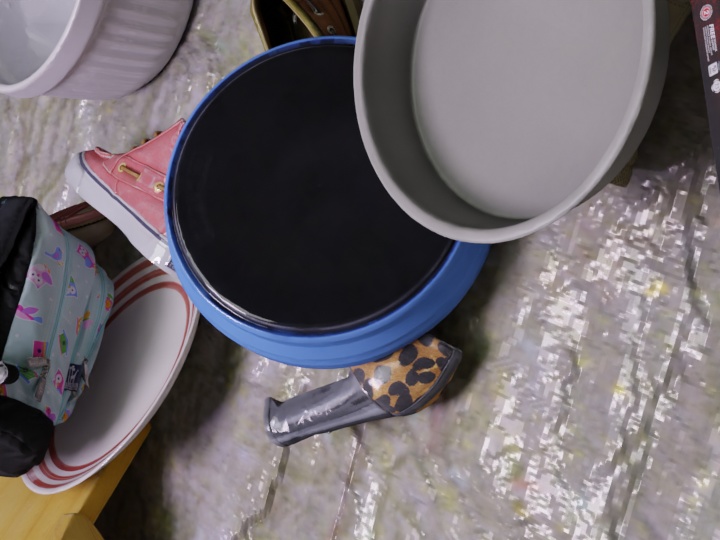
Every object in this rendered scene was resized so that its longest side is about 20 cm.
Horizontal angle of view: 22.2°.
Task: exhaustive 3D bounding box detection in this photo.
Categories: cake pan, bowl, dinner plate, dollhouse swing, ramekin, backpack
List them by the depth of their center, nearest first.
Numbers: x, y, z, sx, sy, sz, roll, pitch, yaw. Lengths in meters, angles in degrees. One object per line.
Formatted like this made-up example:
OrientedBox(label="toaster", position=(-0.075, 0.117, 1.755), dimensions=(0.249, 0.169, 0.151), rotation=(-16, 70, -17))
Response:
OrientedBox(label="cake pan", position=(0.079, -0.112, 0.948), dimensions=(0.200, 0.037, 0.201), rotation=(-6, 82, 44))
OrientedBox(label="bowl", position=(-0.021, -0.044, 1.070), dimensions=(0.200, 0.039, 0.201), rotation=(-4, 72, 11))
OrientedBox(label="dinner plate", position=(-0.173, 0.073, 1.298), dimensions=(0.200, 0.024, 0.200), rotation=(-36, 32, 27))
OrientedBox(label="backpack", position=(-0.262, 0.049, 1.300), dimensions=(0.167, 0.127, 0.200), rotation=(-8, 51, 30))
OrientedBox(label="dollhouse swing", position=(-0.205, 0.218, 1.344), dimensions=(0.200, 0.176, 0.182), rotation=(-14, 113, 49))
OrientedBox(label="ramekin", position=(-0.208, -0.221, 1.378), dimensions=(0.200, 0.105, 0.201), rotation=(-14, 71, 50))

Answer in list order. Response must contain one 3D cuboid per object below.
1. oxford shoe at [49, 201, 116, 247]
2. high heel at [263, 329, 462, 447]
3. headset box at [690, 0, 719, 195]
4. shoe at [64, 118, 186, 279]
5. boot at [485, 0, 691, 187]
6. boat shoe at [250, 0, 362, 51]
OrientedBox(label="oxford shoe", position=(-0.248, 0.003, 1.432), dimensions=(0.200, 0.070, 0.075), rotation=(-26, 93, 42))
OrientedBox(label="high heel", position=(0.000, 0.000, 1.121), dimensions=(0.142, 0.071, 0.200), rotation=(-20, 64, 34))
OrientedBox(label="headset box", position=(0.252, -0.087, 0.804), dimensions=(0.200, 0.077, 0.149), rotation=(-24, 64, 48))
OrientedBox(label="shoe", position=(-0.138, -0.066, 1.297), dimensions=(0.091, 0.071, 0.200), rotation=(-57, 36, 4))
OrientedBox(label="boot", position=(0.098, -0.141, 1.010), dimensions=(0.200, 0.073, 0.156), rotation=(30, 107, 44))
OrientedBox(label="boat shoe", position=(-0.021, -0.105, 1.152), dimensions=(0.072, 0.068, 0.200), rotation=(-48, 50, 32))
